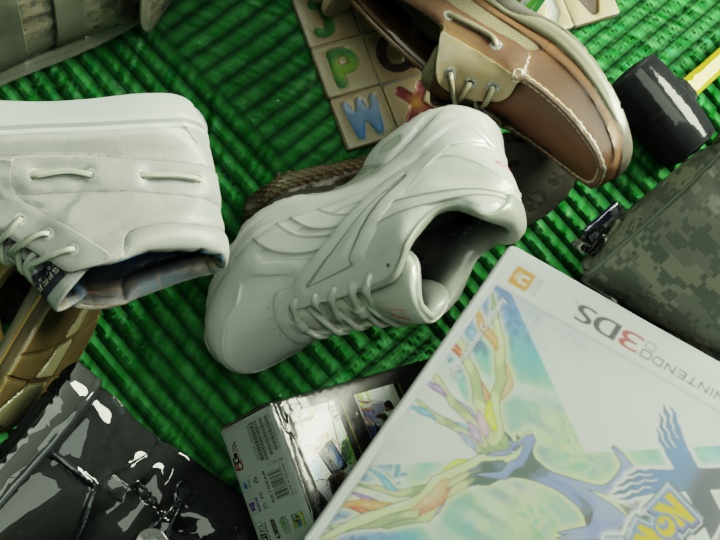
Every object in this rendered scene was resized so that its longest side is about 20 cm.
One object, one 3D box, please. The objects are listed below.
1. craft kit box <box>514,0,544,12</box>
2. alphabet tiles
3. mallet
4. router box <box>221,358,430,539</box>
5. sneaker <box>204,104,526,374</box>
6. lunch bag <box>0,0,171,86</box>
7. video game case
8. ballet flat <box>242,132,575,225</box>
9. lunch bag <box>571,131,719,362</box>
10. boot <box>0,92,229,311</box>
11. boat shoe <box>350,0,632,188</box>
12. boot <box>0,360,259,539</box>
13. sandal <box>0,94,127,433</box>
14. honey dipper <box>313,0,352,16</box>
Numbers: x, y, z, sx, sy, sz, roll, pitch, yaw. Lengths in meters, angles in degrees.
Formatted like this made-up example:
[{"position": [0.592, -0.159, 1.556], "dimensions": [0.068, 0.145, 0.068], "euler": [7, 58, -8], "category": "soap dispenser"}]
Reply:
[{"position": [0.050, -0.243, 0.804], "dimensions": [0.048, 0.200, 0.198], "euler": [-32, 84, -18], "category": "craft kit box"}, {"position": [0.055, -0.177, 0.897], "dimensions": [0.199, 0.008, 0.168], "euler": [-18, 80, -14], "category": "alphabet tiles"}, {"position": [0.232, -0.150, 0.911], "dimensions": [0.066, 0.041, 0.200], "euler": [44, 69, -2], "category": "mallet"}, {"position": [0.027, 0.153, 0.754], "dimensions": [0.149, 0.051, 0.201], "euler": [-11, 77, -43], "category": "router box"}, {"position": [0.000, 0.000, 0.764], "dimensions": [0.200, 0.078, 0.100], "euler": [-38, 42, 14], "category": "sneaker"}, {"position": [-0.158, -0.197, 0.778], "dimensions": [0.199, 0.164, 0.118], "euler": [-25, 76, -15], "category": "lunch bag"}, {"position": [0.100, 0.104, 0.697], "dimensions": [0.182, 0.022, 0.200], "euler": [30, 63, 14], "category": "video game case"}, {"position": [0.028, -0.048, 0.838], "dimensions": [0.199, 0.068, 0.046], "euler": [-12, 35, -13], "category": "ballet flat"}, {"position": [0.234, 0.010, 0.772], "dimensions": [0.168, 0.139, 0.200], "euler": [-42, 86, 3], "category": "lunch bag"}, {"position": [-0.162, -0.026, 0.701], "dimensions": [0.199, 0.074, 0.096], "euler": [-10, 66, -17], "category": "boot"}, {"position": [0.066, -0.113, 0.808], "dimensions": [0.072, 0.076, 0.200], "euler": [-35, 67, -20], "category": "boat shoe"}, {"position": [-0.120, 0.172, 0.743], "dimensions": [0.200, 0.066, 0.165], "euler": [42, 81, -13], "category": "boot"}, {"position": [-0.167, -0.007, 0.779], "dimensions": [0.054, 0.080, 0.201], "euler": [15, 72, 9], "category": "sandal"}, {"position": [-0.063, -0.242, 0.871], "dimensions": [0.038, 0.038, 0.200], "euler": [-32, 80, -16], "category": "honey dipper"}]
